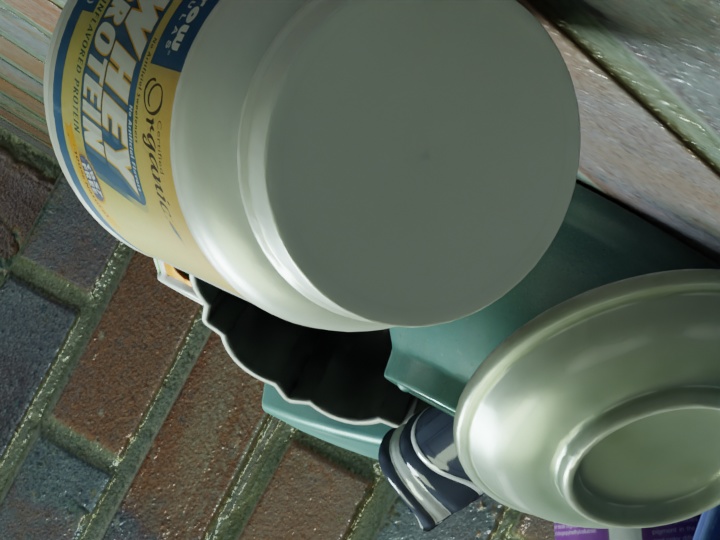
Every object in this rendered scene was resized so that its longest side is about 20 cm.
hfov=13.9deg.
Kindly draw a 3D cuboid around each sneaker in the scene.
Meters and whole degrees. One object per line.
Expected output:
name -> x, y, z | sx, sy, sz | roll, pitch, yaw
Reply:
sneaker -> 0.094, 0.115, 1.808 | 0.200, 0.108, 0.070 | 19, -137, -48

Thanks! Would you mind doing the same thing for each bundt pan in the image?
bundt pan -> 0.000, 0.000, 1.810 | 0.201, 0.076, 0.202 | 13, 137, 13

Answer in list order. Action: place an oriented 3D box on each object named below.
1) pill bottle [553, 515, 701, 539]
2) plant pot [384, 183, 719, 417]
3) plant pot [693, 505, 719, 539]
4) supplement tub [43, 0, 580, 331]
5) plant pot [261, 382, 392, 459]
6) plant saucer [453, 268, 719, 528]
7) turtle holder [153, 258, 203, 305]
pill bottle -> 0.165, 0.118, 1.710 | 0.111, 0.201, 0.111 | -5, 175, 0
plant pot -> 0.093, 0.028, 1.589 | 0.200, 0.134, 0.200 | 28, 176, 2
plant pot -> 0.299, 0.176, 1.575 | 0.179, 0.200, 0.200 | 21, 179, -23
supplement tub -> -0.020, -0.058, 1.088 | 0.144, 0.145, 0.200 | 30, 176, -27
plant pot -> 0.040, 0.074, 2.147 | 0.199, 0.142, 0.141 | 4, 168, 21
plant saucer -> 0.148, 0.080, 1.493 | 0.200, 0.200, 0.050 | 31, -147, -41
turtle holder -> -0.090, -0.033, 2.202 | 0.141, 0.132, 0.186 | 28, 177, -6
